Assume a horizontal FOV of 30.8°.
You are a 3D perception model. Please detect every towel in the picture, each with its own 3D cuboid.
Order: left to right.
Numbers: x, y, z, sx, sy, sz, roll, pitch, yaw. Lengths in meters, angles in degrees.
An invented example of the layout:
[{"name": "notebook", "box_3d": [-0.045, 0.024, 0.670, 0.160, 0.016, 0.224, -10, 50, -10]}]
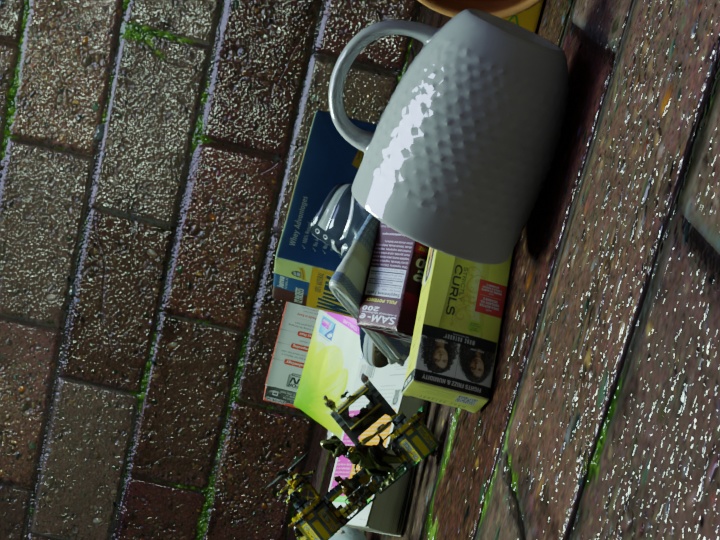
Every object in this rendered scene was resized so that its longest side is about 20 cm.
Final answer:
[{"name": "towel", "box_3d": [0.047, -0.019, 1.374, 0.147, 0.024, 0.201, 50, -121, -39]}]

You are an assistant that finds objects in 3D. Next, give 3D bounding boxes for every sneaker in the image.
[{"name": "sneaker", "box_3d": [0.000, 0.000, 1.426, 0.070, 0.108, 0.201, -1, -82, -56]}]

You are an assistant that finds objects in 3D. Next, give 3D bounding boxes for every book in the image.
[{"name": "book", "box_3d": [0.016, 0.201, 1.527, 0.133, 0.048, 0.201, -9, 63, 60]}]

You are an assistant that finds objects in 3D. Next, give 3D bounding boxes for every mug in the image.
[{"name": "mug", "box_3d": [0.069, -0.128, 1.079, 0.148, 0.199, 0.176, -56, -10, -72]}]

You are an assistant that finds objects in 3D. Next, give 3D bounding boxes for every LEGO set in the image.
[{"name": "LEGO set", "box_3d": [-0.019, 0.190, 1.374, 0.200, 0.116, 0.154, -40, -5, 3]}]

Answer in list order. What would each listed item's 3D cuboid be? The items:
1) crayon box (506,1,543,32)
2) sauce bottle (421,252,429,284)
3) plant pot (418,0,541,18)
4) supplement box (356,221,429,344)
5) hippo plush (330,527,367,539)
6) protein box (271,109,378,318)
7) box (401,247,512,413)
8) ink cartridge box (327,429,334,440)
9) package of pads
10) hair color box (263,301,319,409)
[{"name": "crayon box", "box_3d": [0.151, -0.245, 1.399, 0.126, 0.051, 0.201, -94, 18, -78]}, {"name": "sauce bottle", "box_3d": [0.107, -0.056, 1.284, 0.065, 0.064, 0.201, 122, 160, -79]}, {"name": "plant pot", "box_3d": [0.123, -0.341, 1.214, 0.140, 0.199, 0.201, -45, -28, -66]}, {"name": "supplement box", "box_3d": [0.071, -0.026, 1.337, 0.061, 0.109, 0.201, 6, 80, 43]}, {"name": "hippo plush", "box_3d": [-0.045, 0.408, 1.689, 0.161, 0.159, 0.200, -46, 10, -19]}, {"name": "protein box", "box_3d": [0.015, -0.054, 1.556, 0.135, 0.199, 0.200, 104, 179, -68]}, {"name": "box", "box_3d": [0.092, 0.021, 1.172, 0.050, 0.075, 0.201, 117, 167, -66]}, {"name": "ink cartridge box", "box_3d": [0.017, 0.142, 1.826, 0.147, 0.082, 0.201, -97, 21, -84]}, {"name": "package of pads", "box_3d": [0.004, 0.120, 1.678, 0.154, 0.068, 0.201, 32, 115, 39]}, {"name": "hair color box", "box_3d": [-0.066, 0.094, 1.842, 0.061, 0.101, 0.201, 108, 176, -62]}]
